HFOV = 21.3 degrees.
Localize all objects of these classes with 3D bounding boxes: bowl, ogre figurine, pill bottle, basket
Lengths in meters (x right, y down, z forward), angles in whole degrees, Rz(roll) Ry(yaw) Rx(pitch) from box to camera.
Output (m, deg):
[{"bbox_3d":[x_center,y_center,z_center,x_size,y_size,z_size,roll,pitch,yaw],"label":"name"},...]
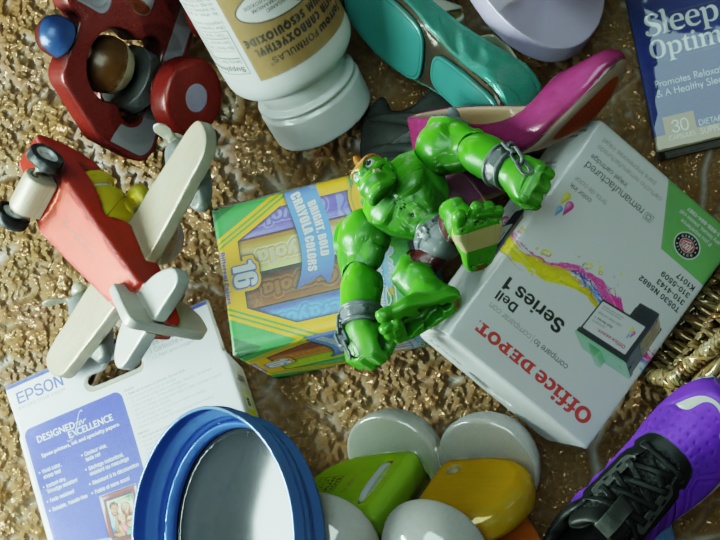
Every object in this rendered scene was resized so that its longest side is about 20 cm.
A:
[{"bbox_3d":[-0.098,0.202,1.424,0.200,0.039,0.203,-5,83,47],"label":"bowl"},{"bbox_3d":[0.044,-0.031,1.395,0.201,0.097,0.120,-63,39,31],"label":"ogre figurine"},{"bbox_3d":[-0.072,-0.201,1.542,0.113,0.201,0.115,-20,33,14],"label":"pill bottle"},{"bbox_3d":[0.292,0.020,1.429,0.149,0.143,0.201,39,90,20],"label":"basket"}]

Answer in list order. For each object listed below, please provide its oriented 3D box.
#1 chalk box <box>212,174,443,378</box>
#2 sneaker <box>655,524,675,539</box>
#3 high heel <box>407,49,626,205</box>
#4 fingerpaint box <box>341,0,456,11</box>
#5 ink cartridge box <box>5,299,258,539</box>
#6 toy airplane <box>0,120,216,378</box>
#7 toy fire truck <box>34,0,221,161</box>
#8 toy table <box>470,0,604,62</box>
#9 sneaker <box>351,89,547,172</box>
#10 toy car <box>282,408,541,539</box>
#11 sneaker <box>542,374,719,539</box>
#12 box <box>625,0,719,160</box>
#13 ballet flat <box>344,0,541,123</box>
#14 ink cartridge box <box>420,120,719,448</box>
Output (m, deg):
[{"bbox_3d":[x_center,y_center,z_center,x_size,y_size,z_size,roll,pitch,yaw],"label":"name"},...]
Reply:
[{"bbox_3d":[0.000,0.000,1.522,0.198,0.125,0.125,-12,74,13],"label":"chalk box"},{"bbox_3d":[0.195,0.252,1.438,0.065,0.078,0.202,8,78,18],"label":"sneaker"},{"bbox_3d":[0.109,-0.125,1.418,0.200,0.067,0.097,-41,75,36],"label":"high heel"},{"bbox_3d":[0.002,-0.326,1.622,0.165,0.073,0.202,1,78,16],"label":"fingerpaint box"},{"bbox_3d":[-0.175,0.155,1.578,0.196,0.047,0.202,-22,71,11],"label":"ink cartridge box"},{"bbox_3d":[-0.183,-0.016,1.534,0.198,0.141,0.201,-4,92,33],"label":"toy airplane"},{"bbox_3d":[-0.193,-0.203,1.582,0.112,0.167,0.202,12,79,43],"label":"toy fire truck"},{"bbox_3d":[0.147,-0.281,1.518,0.182,0.117,0.201,-11,65,-26],"label":"toy table"},{"bbox_3d":[0.090,-0.112,1.554,0.198,0.076,0.092,-1,67,11],"label":"sneaker"},{"bbox_3d":[0.048,0.204,1.458,0.198,0.175,0.151,-1,119,30],"label":"toy car"},{"bbox_3d":[0.196,0.162,1.356,0.070,0.099,0.201,43,111,14],"label":"sneaker"},{"bbox_3d":[0.278,-0.199,1.542,0.120,0.032,0.202,-13,74,12],"label":"box"},{"bbox_3d":[0.071,-0.177,1.538,0.070,0.068,0.200,-25,53,-32],"label":"ballet flat"},{"bbox_3d":[0.161,0.011,1.439,0.144,0.084,0.201,38,83,-11],"label":"ink cartridge box"}]
